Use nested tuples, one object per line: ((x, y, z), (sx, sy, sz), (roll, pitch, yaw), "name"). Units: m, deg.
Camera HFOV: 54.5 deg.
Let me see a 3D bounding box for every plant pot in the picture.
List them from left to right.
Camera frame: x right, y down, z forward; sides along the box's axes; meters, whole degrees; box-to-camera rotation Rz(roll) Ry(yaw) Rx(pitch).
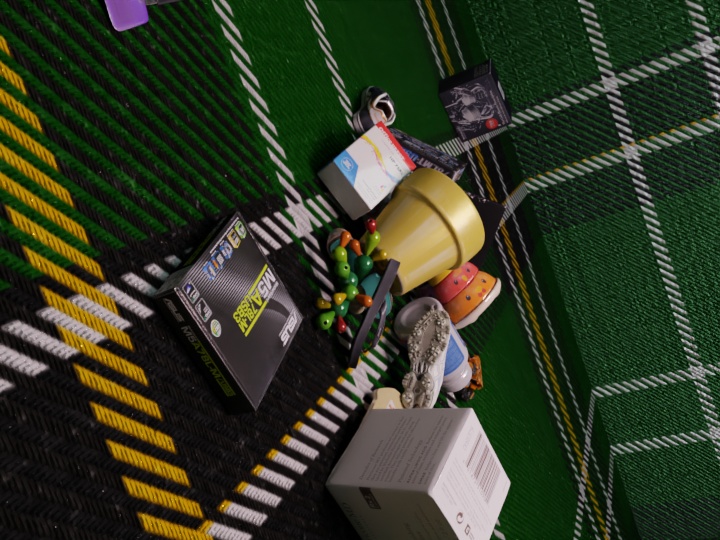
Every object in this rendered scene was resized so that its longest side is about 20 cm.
((0.101, -0.061, 1.327), (0.188, 0.200, 0.202), (-38, 116, -19), "plant pot")

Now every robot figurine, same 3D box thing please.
((0.236, 0.225, 1.648), (0.200, 0.058, 0.147), (39, 42, -50), "robot figurine")

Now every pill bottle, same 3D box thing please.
((0.158, 0.162, 1.461), (0.201, 0.111, 0.113), (57, 29, -31), "pill bottle")

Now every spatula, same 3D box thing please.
((-0.287, -0.375, 0.964), (0.200, 0.020, 0.057), (-63, 143, -60), "spatula")

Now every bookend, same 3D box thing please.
((0.195, -0.090, 1.579), (0.092, 0.197, 0.202), (-98, -152, -79), "bookend")

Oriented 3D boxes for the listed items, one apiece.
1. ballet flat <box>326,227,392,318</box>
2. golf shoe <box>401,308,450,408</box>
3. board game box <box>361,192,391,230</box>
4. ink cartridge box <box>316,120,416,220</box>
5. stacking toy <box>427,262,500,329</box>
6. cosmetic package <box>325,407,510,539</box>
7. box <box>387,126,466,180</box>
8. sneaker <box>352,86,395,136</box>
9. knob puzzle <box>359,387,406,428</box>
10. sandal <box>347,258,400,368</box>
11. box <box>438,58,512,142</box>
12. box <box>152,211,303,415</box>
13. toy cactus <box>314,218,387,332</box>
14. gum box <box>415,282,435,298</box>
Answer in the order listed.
((0.000, 0.000, 1.292), (0.201, 0.068, 0.067), (60, 3, -29), "ballet flat")
((0.131, 0.177, 1.346), (0.097, 0.077, 0.202), (46, 59, -61), "golf shoe")
((0.053, -0.134, 1.485), (0.147, 0.064, 0.202), (-32, 105, -66), "board game box")
((0.024, -0.203, 1.343), (0.117, 0.067, 0.200), (51, 54, -9), "ink cartridge box")
((0.186, 0.012, 1.490), (0.200, 0.146, 0.146), (44, 29, -3), "stacking toy")
((0.090, 0.325, 1.069), (0.166, 0.198, 0.165), (60, 43, -22), "cosmetic package")
((0.125, -0.250, 1.521), (0.198, 0.050, 0.198), (29, 17, 7), "box")
((0.043, -0.371, 1.596), (0.079, 0.079, 0.201), (57, 28, -28), "sneaker")
((0.057, 0.302, 1.256), (0.220, 0.030, 0.222), (43, 38, -47), "knob puzzle")
((0.029, 0.078, 1.198), (0.076, 0.042, 0.202), (132, -18, -86), "sandal")
((0.379, -0.553, 2.292), (0.201, 0.180, 0.105), (55, 30, -32), "box")
((-0.165, 0.052, 0.927), (0.194, 0.047, 0.201), (60, 28, -22), "box")
((-0.008, 0.027, 1.199), (0.165, 0.101, 0.202), (74, 32, -62), "toy cactus")
((0.199, 0.066, 1.660), (0.200, 0.065, 0.115), (-28, 101, -65), "gum box")
